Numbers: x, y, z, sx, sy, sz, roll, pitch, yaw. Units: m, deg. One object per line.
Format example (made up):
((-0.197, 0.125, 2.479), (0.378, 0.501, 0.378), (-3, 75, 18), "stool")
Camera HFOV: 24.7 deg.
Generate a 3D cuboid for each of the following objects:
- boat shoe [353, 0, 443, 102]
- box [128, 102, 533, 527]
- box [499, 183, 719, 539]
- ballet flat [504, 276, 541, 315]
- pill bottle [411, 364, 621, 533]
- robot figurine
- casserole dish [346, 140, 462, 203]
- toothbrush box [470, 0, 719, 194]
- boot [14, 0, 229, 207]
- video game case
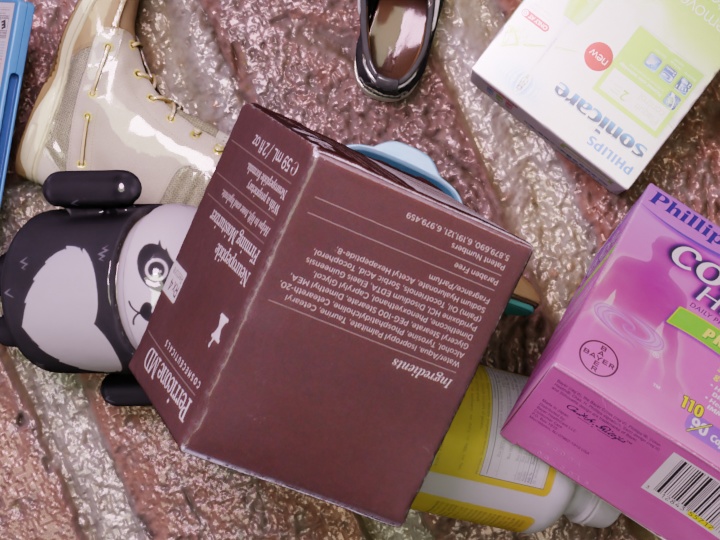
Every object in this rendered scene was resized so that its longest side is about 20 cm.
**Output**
((0.036, -0.229, 1.231), (0.071, 0.068, 0.202), (9, 89, 4), "boat shoe")
((-0.024, 0.024, 1.061), (0.163, 0.166, 0.201), (23, 96, -24), "box")
((0.224, 0.071, 1.154), (0.175, 0.097, 0.200), (33, 49, 3), "box")
((0.036, -0.013, 1.195), (0.198, 0.069, 0.063), (9, 77, 1), "ballet flat")
((0.093, 0.128, 1.194), (0.199, 0.112, 0.113), (15, 91, -14), "pill bottle")
((-0.180, 0.014, 1.193), (0.199, 0.150, 0.126), (-2, 61, 29), "robot figurine")
((0.000, 0.000, 1.246), (0.120, 0.039, 0.201), (24, 92, 2), "casserole dish")
((0.197, -0.179, 1.214), (0.145, 0.086, 0.200), (38, 93, 2), "toothbrush box")
((-0.154, -0.132, 1.236), (0.154, 0.072, 0.201), (25, 97, 3), "boot")
((-0.307, -0.103, 1.228), (0.143, 0.018, 0.202), (10, 90, 42), "video game case")
